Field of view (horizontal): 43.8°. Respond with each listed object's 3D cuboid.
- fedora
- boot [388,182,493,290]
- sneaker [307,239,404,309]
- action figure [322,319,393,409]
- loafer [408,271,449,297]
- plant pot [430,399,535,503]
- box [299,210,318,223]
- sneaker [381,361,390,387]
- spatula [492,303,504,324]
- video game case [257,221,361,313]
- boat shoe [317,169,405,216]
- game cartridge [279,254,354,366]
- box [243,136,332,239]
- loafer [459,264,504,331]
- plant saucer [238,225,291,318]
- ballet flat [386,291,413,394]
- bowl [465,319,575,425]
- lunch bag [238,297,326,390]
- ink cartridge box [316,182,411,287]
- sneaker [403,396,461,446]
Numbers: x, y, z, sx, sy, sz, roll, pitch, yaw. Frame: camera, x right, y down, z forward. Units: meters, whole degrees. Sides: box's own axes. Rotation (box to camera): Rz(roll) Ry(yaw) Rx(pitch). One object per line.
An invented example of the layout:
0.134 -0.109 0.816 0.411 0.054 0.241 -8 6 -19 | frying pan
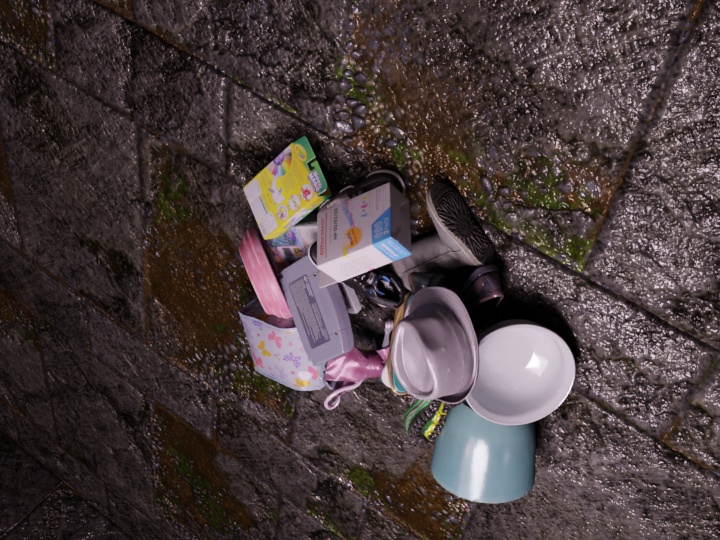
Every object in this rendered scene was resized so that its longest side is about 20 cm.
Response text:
0.111 0.135 1.502 0.176 0.090 0.202 2 105 48 | fedora
0.118 -0.052 1.577 0.199 0.073 0.183 -15 112 54 | boot
0.000 0.000 1.646 0.199 0.074 0.112 31 174 -10 | sneaker
0.021 0.188 1.787 0.198 0.150 0.134 -1 155 1 | action figure
0.130 0.060 1.626 0.062 0.072 0.201 20 153 23 | loafer
0.235 0.305 1.669 0.199 0.200 0.163 18 118 30 | plant pot
-0.100 -0.032 1.806 0.136 0.040 0.201 20 134 28 | box
0.124 0.186 1.706 0.199 0.081 0.077 -20 113 26 | sneaker
0.256 0.129 1.629 0.056 0.021 0.202 6 122 33 | spatula
-0.103 -0.005 1.780 0.181 0.024 0.201 1 123 42 | video game case
-0.002 -0.127 1.620 0.199 0.060 0.074 -13 111 46 | boat shoe
-0.083 0.074 1.729 0.133 0.041 0.202 -27 81 43 | game cartridge
-0.132 -0.156 1.681 0.200 0.048 0.118 -34 75 43 | box
0.202 0.071 1.572 0.201 0.071 0.063 106 147 -52 | loafer
-0.198 0.010 1.832 0.201 0.050 0.202 156 90 -86 | plant saucer
0.084 0.138 1.687 0.068 0.202 0.063 21 160 -22 | ballet flat
0.267 0.161 1.564 0.199 0.091 0.203 -1 116 -2 | bowl
-0.149 0.154 1.942 0.199 0.127 0.171 19 132 43 | lunch bag
-0.012 -0.058 1.561 0.199 0.116 0.068 -21 143 30 | ink cartridge box
0.136 0.217 1.626 0.078 0.085 0.201 26 107 -30 | sneaker
